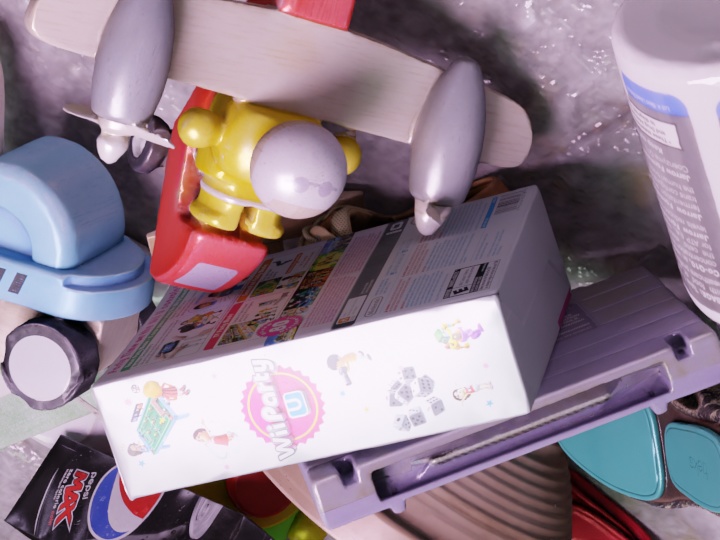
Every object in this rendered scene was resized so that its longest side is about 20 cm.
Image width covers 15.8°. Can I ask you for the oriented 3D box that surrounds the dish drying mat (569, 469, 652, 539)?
[{"bbox_3d":[0.086,0.181,1.508,0.077,0.018,0.200,38,136,-12],"label":"dish drying mat"}]

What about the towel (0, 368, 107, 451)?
[{"bbox_3d":[-0.247,0.024,1.487,0.152,0.023,0.200,-25,115,39],"label":"towel"}]

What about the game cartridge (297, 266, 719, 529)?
[{"bbox_3d":[0.064,0.059,1.238,0.200,0.130,0.038,-20,103,-4],"label":"game cartridge"}]

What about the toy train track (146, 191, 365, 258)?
[{"bbox_3d":[-0.051,-0.004,1.393,0.115,0.033,0.200,-11,138,-2],"label":"toy train track"}]

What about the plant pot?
[{"bbox_3d":[0.042,0.096,1.366,0.201,0.201,0.093,33,100,-5],"label":"plant pot"}]

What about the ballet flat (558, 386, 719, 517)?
[{"bbox_3d":[0.164,0.081,1.238,0.200,0.075,0.068,-167,69,-68],"label":"ballet flat"}]

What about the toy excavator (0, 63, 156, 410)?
[{"bbox_3d":[-0.193,-0.052,1.361,0.194,0.100,0.200,17,109,17],"label":"toy excavator"}]

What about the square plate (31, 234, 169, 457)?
[{"bbox_3d":[-0.207,0.026,1.505,0.198,0.028,0.200,28,136,0],"label":"square plate"}]

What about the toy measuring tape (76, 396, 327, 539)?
[{"bbox_3d":[-0.088,0.089,1.467,0.200,0.074,0.074,40,136,-20],"label":"toy measuring tape"}]

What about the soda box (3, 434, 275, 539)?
[{"bbox_3d":[-0.116,0.155,1.465,0.071,0.063,0.200,42,164,-35],"label":"soda box"}]

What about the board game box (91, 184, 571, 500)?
[{"bbox_3d":[-0.010,0.033,1.236,0.200,0.148,0.064,-13,107,17],"label":"board game box"}]

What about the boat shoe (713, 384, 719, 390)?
[{"bbox_3d":[0.183,0.092,1.342,0.200,0.065,0.072,25,137,4],"label":"boat shoe"}]

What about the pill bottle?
[{"bbox_3d":[0.191,-0.042,1.178,0.114,0.114,0.200,-1,130,27],"label":"pill bottle"}]

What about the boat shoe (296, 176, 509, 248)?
[{"bbox_3d":[0.000,0.000,1.340,0.200,0.076,0.074,-18,110,18],"label":"boat shoe"}]

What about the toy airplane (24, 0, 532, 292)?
[{"bbox_3d":[-0.031,-0.084,1.203,0.200,0.141,0.199,-22,130,1],"label":"toy airplane"}]
